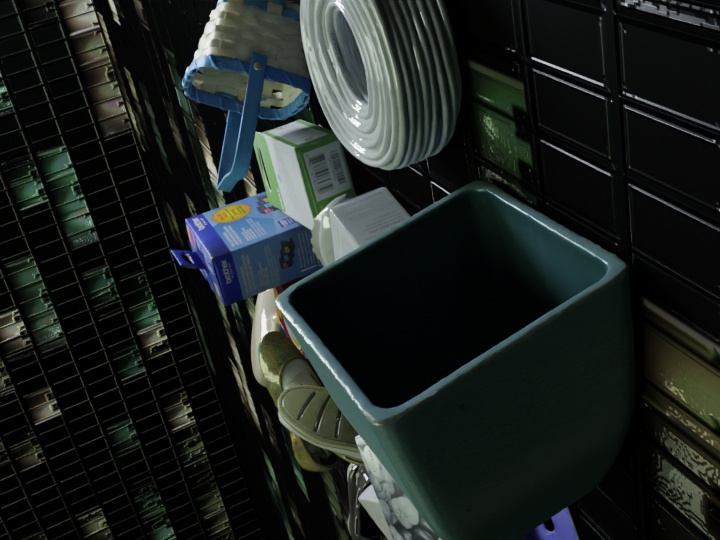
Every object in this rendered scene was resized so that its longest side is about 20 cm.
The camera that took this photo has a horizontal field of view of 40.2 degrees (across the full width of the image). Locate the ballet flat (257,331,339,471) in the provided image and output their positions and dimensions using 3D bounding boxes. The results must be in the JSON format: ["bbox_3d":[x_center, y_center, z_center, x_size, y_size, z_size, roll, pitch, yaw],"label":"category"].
[{"bbox_3d":[-0.072,0.170,1.261,0.071,0.070,0.203,29,139,66],"label":"ballet flat"}]

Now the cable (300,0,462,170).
[{"bbox_3d":[0.011,-0.185,0.815,0.200,0.068,0.202,51,156,48],"label":"cable"}]

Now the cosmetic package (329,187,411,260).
[{"bbox_3d":[0.043,0.018,0.967,0.201,0.073,0.103,52,158,41],"label":"cosmetic package"}]

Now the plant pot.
[{"bbox_3d":[0.083,0.088,0.729,0.196,0.194,0.202,42,158,56],"label":"plant pot"}]

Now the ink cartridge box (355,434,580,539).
[{"bbox_3d":[0.105,0.231,0.922,0.198,0.043,0.201,-18,94,43],"label":"ink cartridge box"}]

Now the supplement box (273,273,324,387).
[{"bbox_3d":[-0.040,0.081,1.294,0.201,0.085,0.111,55,159,40],"label":"supplement box"}]

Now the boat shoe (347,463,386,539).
[{"bbox_3d":[0.016,0.385,1.535,0.057,0.066,0.203,-129,27,-58],"label":"boat shoe"}]

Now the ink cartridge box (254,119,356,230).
[{"bbox_3d":[-0.071,-0.120,1.188,0.200,0.059,0.105,33,141,65],"label":"ink cartridge box"}]

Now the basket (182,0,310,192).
[{"bbox_3d":[-0.126,-0.194,1.083,0.176,0.137,0.203,176,107,-74],"label":"basket"}]

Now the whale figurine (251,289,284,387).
[{"bbox_3d":[-0.125,0.091,1.619,0.159,0.102,0.204,131,140,-73],"label":"whale figurine"}]

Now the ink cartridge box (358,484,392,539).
[{"bbox_3d":[0.099,0.295,1.029,0.164,0.057,0.199,56,158,-13],"label":"ink cartridge box"}]

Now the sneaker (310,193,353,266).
[{"bbox_3d":[0.000,0.000,1.108,0.081,0.076,0.202,45,160,38],"label":"sneaker"}]

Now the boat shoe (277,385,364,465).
[{"bbox_3d":[-0.010,0.203,1.203,0.197,0.075,0.069,19,144,10],"label":"boat shoe"}]

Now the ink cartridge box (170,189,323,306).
[{"bbox_3d":[-0.142,-0.033,1.281,0.136,0.197,0.077,43,151,55],"label":"ink cartridge box"}]
